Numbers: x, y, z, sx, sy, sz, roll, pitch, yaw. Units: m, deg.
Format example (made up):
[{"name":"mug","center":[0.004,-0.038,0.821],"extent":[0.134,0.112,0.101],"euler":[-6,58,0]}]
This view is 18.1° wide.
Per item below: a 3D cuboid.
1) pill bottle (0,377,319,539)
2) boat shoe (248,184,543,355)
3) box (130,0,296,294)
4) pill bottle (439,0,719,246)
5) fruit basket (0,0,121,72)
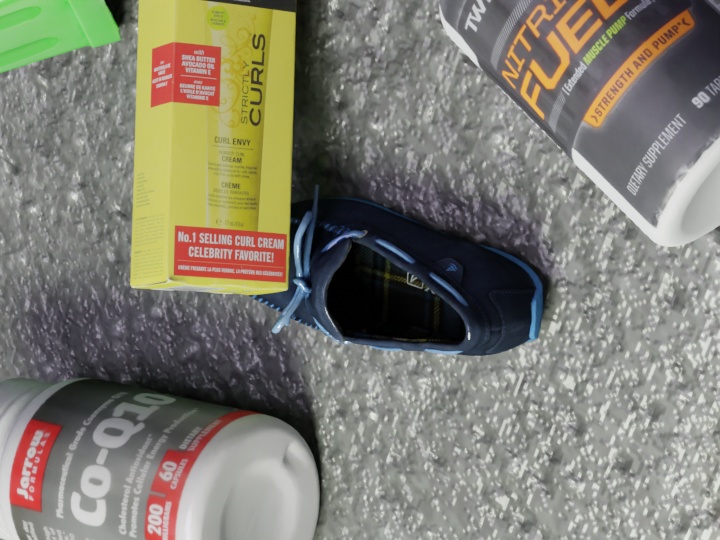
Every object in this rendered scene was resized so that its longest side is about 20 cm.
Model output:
[{"name":"pill bottle","center":[-0.133,0.123,1.287],"extent":[0.200,0.114,0.114],"euler":[9,107,36]},{"name":"boat shoe","center":[0.000,0.000,1.179],"extent":[0.200,0.069,0.084],"euler":[5,104,40]},{"name":"box","center":[-0.076,-0.089,1.177],"extent":[0.050,0.075,0.200],"euler":[-6,80,61]},{"name":"pill bottle","center":[0.109,-0.114,1.042],"extent":[0.200,0.106,0.106],"euler":[47,125,20]},{"name":"fruit basket","center":[-0.183,-0.233,1.247],"extent":[0.215,0.156,0.216],"euler":[-1,77,3]}]
